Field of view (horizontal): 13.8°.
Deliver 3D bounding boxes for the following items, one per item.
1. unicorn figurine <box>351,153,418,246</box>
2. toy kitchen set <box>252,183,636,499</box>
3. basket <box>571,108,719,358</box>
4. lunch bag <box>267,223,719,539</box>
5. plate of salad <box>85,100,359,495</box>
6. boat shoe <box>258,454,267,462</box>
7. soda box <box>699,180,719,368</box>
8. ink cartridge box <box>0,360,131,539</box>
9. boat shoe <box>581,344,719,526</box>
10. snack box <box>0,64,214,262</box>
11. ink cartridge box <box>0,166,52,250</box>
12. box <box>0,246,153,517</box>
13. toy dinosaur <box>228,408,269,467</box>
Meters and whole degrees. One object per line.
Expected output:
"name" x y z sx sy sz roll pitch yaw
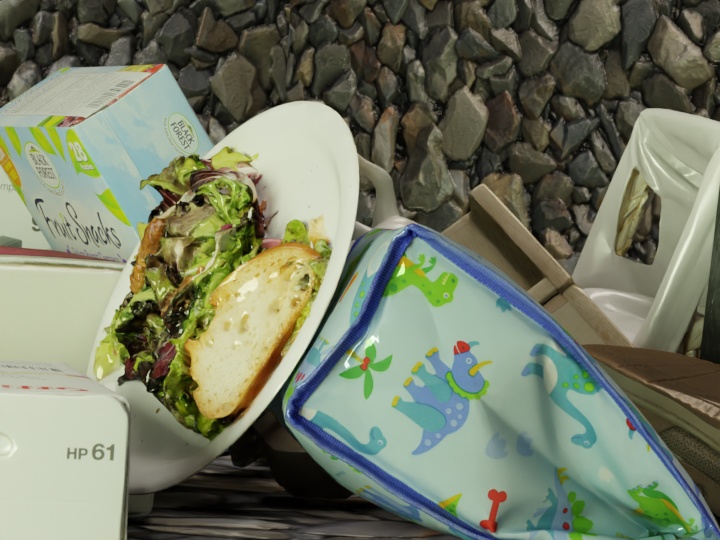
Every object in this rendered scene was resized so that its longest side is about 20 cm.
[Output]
"unicorn figurine" 0.000 0.000 1.744 0.200 0.137 0.074 -38 9 36
"toy kitchen set" 0.062 0.103 1.571 0.163 0.181 0.200 -36 -27 -11
"basket" 0.202 0.000 1.610 0.123 0.136 0.200 23 3 -10
"lunch bag" 0.063 0.077 1.328 0.200 0.128 0.170 32 -1 -6
"plate of salad" -0.073 0.007 1.360 0.048 0.201 0.200 30 -12 -29
"boat shoe" 0.022 0.078 1.786 0.199 0.076 0.072 -20 -56 32
"soda box" 0.209 0.039 1.454 0.071 0.201 0.063 5 -4 42
"ink cartridge box" -0.180 0.083 1.247 0.144 0.085 0.200 2 0 -12
"boat shoe" 0.162 0.087 1.393 0.071 0.065 0.200 1 18 -35
"snack box" -0.115 -0.024 1.588 0.068 0.169 0.200 -35 15 -17
"ink cartridge box" -0.191 0.009 1.799 0.144 0.201 0.084 4 1 23
"box" -0.183 0.053 1.534 0.109 0.129 0.200 3 2 -22
"toy dinosaur" -0.067 0.064 1.685 0.102 0.077 0.200 -27 -8 -23
